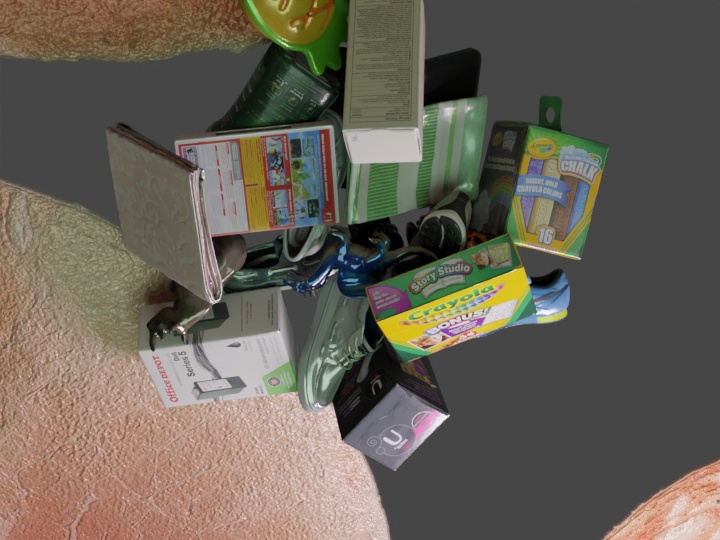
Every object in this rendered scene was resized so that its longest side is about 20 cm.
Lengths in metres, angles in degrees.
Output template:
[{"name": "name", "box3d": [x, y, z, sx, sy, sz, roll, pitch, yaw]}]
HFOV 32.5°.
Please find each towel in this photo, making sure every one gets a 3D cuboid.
[{"name": "towel", "box3d": [0.072, -0.141, 1.602, 0.198, 0.023, 0.154, -13, 125, -24]}, {"name": "towel", "box3d": [-0.250, -0.075, 1.573, 0.032, 0.199, 0.193, -26, 129, -33]}]

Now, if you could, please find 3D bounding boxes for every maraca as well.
[{"name": "maraca", "box3d": [-0.077, -0.325, 1.487, 0.106, 0.138, 0.200, 0, 148, 43]}]

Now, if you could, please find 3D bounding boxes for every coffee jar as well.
[{"name": "coffee jar", "box3d": [-0.122, -0.190, 1.578, 0.104, 0.086, 0.200, 31, 112, -25]}]

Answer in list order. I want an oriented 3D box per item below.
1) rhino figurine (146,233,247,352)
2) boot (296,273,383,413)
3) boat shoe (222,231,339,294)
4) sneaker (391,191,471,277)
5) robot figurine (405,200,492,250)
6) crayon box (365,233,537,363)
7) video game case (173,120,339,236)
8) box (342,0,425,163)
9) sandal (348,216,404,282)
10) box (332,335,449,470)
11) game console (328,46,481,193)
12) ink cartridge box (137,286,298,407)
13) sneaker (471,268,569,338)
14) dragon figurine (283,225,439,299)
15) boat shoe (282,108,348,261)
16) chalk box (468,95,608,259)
[{"name": "rhino figurine", "box3d": [-0.223, 0.022, 1.649, 0.201, 0.087, 0.060, -57, 147, -11]}, {"name": "boot", "box3d": [-0.022, 0.107, 1.719, 0.073, 0.095, 0.202, 13, 89, -50]}, {"name": "boat shoe", "box3d": [-0.103, -0.017, 1.702, 0.198, 0.073, 0.062, -19, 128, 7]}, {"name": "sneaker", "box3d": [0.103, -0.030, 1.665, 0.074, 0.080, 0.200, 32, 143, 1]}, {"name": "robot figurine", "box3d": [0.154, -0.024, 1.757, 0.144, 0.058, 0.200, -33, 123, 9]}, {"name": "crayon box", "box3d": [0.124, 0.040, 1.628, 0.198, 0.059, 0.173, -21, 156, 6]}, {"name": "video game case", "box3d": [-0.129, -0.114, 1.563, 0.198, 0.018, 0.144, -6, 123, -5]}, {"name": "box", "box3d": [0.031, -0.235, 1.499, 0.094, 0.202, 0.078, 0, 155, 8]}, {"name": "sandal", "box3d": [0.037, -0.027, 1.716, 0.076, 0.048, 0.201, -54, 141, -27]}, {"name": "box", "box3d": [0.032, 0.163, 1.766, 0.106, 0.201, 0.122, 33, 111, -27]}, {"name": "game console", "box3d": [0.055, -0.204, 1.648, 0.175, 0.116, 0.202, -21, 131, -35]}, {"name": "ink cartridge box", "box3d": [-0.195, 0.109, 1.718, 0.198, 0.085, 0.146, -8, 140, 5]}, {"name": "sneaker", "box3d": [0.198, 0.041, 1.739, 0.198, 0.066, 0.079, -11, 118, -8]}, {"name": "dragon figurine", "box3d": [0.000, 0.000, 1.626, 0.198, 0.059, 0.100, 8, 105, -1]}, {"name": "boat shoe", "box3d": [-0.064, -0.112, 1.629, 0.074, 0.065, 0.204, 17, 106, 7]}, {"name": "chalk box", "box3d": [0.241, -0.130, 1.651, 0.123, 0.124, 0.202, 13, 94, -18]}]
